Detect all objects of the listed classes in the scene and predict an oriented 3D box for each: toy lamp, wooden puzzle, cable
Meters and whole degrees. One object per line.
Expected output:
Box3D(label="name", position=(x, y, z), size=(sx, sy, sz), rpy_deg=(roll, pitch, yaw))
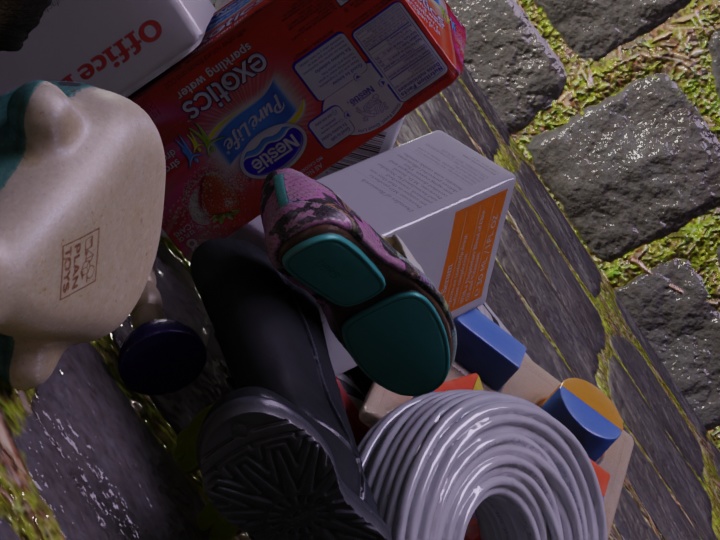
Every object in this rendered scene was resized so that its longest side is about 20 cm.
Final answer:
Box3D(label="toy lamp", position=(-0.137, -0.018, 1.442), size=(0.058, 0.058, 0.201), rpy_deg=(45, 16, -44))
Box3D(label="wooden puzzle", position=(0.099, 0.095, 1.596), size=(0.185, 0.046, 0.200), rpy_deg=(37, 27, -6))
Box3D(label="cable", position=(0.062, 0.169, 1.414), size=(0.200, 0.069, 0.201), rpy_deg=(27, 69, -46))

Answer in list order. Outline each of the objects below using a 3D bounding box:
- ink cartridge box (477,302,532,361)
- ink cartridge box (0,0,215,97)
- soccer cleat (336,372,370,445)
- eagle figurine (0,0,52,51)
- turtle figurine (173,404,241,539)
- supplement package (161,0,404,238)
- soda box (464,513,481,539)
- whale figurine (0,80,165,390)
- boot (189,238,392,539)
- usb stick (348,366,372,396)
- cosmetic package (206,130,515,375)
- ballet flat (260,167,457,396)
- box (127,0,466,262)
Box3D(label="ink cartridge box", position=(0.041, 0.058, 1.824), size=(0.200, 0.115, 0.067), rpy_deg=(49, 15, -30))
Box3D(label="ink cartridge box", position=(-0.197, -0.180, 1.397), size=(0.201, 0.146, 0.083), rpy_deg=(55, 12, -12))
Box3D(label="soccer cleat", position=(-0.011, 0.108, 1.604), size=(0.200, 0.068, 0.085), rpy_deg=(54, 8, -6))
Box3D(label="eagle figurine", position=(-0.228, -0.128, 1.152), size=(0.150, 0.153, 0.200), rpy_deg=(22, 3, -18))
Box3D(label="turtle figurine", position=(-0.030, 0.144, 1.413), size=(0.161, 0.064, 0.201), rpy_deg=(31, 39, -49))
Box3D(label="supplement package", position=(-0.060, -0.139, 1.637), size=(0.146, 0.192, 0.200), rpy_deg=(15, 28, -18))
Box3D(label="soda box", position=(0.092, 0.165, 1.630), size=(0.200, 0.063, 0.070), rpy_deg=(-67, 156, -61))
Box3D(label="whale figurine", position=(-0.174, -0.019, 1.198), size=(0.200, 0.103, 0.160), rpy_deg=(-40, 141, -57))
Box3D(label="boot", position=(-0.053, 0.053, 1.327), size=(0.165, 0.065, 0.201), rpy_deg=(57, 13, -46))
Box3D(label="usb stick", position=(0.020, 0.107, 1.642), size=(0.055, 0.032, 0.201), rpy_deg=(4, -69, 68))
Box3D(label="cosmetic package", position=(0.002, -0.006, 1.540), size=(0.071, 0.102, 0.199), rpy_deg=(33, 38, 30))
Box3D(label="ballet flat", position=(0.000, 0.000, 1.413), size=(0.200, 0.069, 0.072), rpy_deg=(47, 24, -52))
Box3D(label="box", position=(-0.046, -0.109, 1.422), size=(0.100, 0.199, 0.096), rpy_deg=(52, 17, -14))
